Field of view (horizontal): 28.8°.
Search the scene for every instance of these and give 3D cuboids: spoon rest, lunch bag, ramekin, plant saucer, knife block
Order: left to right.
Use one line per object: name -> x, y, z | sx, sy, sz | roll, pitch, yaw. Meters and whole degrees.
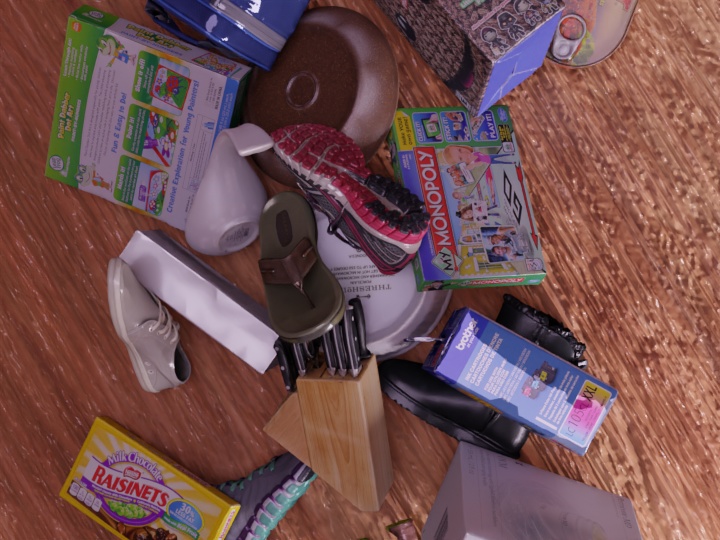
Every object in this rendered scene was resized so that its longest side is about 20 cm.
lunch bag -> -0.159, -0.302, 1.471 | 0.200, 0.136, 0.133 | 35, 95, 32
spoon rest -> -0.133, -0.085, 1.473 | 0.099, 0.200, 0.061 | -17, 61, -25
plant saucer -> -0.055, -0.187, 1.488 | 0.199, 0.037, 0.202 | -5, 80, 30
knife block -> -0.009, 0.125, 1.432 | 0.200, 0.064, 0.176 | 40, 120, -2
ramekin -> 0.000, 0.000, 1.494 | 0.201, 0.094, 0.204 | 0, 91, 7

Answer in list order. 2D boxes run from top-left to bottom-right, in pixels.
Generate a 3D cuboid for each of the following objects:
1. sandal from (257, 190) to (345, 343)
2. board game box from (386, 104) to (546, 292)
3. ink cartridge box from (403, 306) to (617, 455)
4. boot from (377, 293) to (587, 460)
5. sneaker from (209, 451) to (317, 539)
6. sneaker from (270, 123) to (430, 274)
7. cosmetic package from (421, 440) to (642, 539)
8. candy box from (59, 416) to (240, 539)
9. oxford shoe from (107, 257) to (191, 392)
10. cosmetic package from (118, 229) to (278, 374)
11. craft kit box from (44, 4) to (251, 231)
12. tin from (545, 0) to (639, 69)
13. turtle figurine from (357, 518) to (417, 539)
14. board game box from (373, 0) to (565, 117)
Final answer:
sandal -> -0.073, -0.007, 1.393 | 0.080, 0.057, 0.202 | -29, 48, 9
board game box -> 0.107, -0.077, 1.449 | 0.134, 0.029, 0.201 | -3, 66, -16
ink cartridge box -> 0.140, 0.100, 1.391 | 0.199, 0.136, 0.077 | 31, 86, 0
boot -> 0.130, 0.101, 1.490 | 0.198, 0.073, 0.163 | 31, 97, -2
sneaker -> -0.117, 0.239, 1.527 | 0.087, 0.074, 0.200 | 39, 96, 10
sneaker -> -0.022, -0.075, 1.406 | 0.200, 0.080, 0.075 | 44, 135, 23
cosmetic package -> 0.173, 0.291, 1.400 | 0.199, 0.200, 0.123 | 20, 108, -5
candy box -> -0.233, 0.251, 1.536 | 0.199, 0.026, 0.103 | 28, 92, 23
oxford shoe -> -0.225, 0.057, 1.491 | 0.057, 0.201, 0.075 | -6, 47, 8
cosmetic package -> -0.165, 0.032, 1.522 | 0.200, 0.083, 0.051 | 36, 95, 6
craft kit box -> -0.231, -0.157, 1.502 | 0.197, 0.049, 0.201 | 20, 122, 4
tin -> 0.246, -0.310, 1.484 | 0.111, 0.042, 0.201 | 23, 94, 10
turtle figurine -> 0.044, 0.361, 1.511 | 0.199, 0.064, 0.162 | -26, 88, 7
board game box -> 0.097, -0.281, 1.424 | 0.097, 0.160, 0.200 | -38, 80, -10
